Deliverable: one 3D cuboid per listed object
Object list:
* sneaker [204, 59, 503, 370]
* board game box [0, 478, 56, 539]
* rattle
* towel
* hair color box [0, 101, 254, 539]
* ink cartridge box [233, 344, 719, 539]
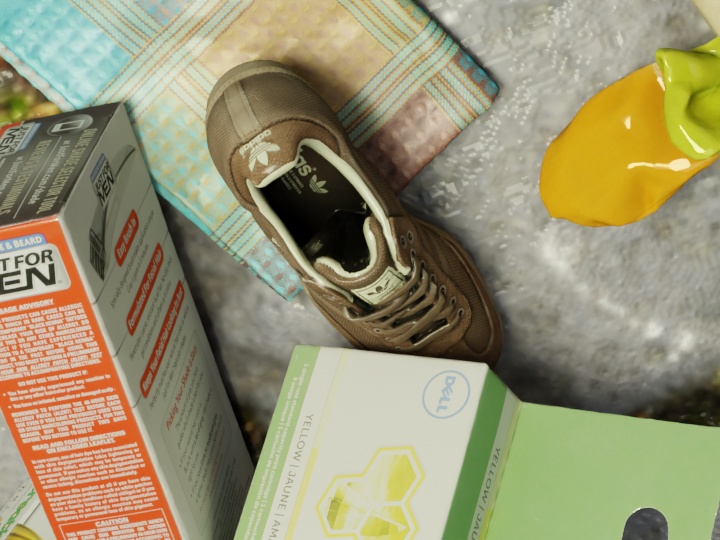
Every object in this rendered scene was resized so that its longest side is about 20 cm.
[{"bbox_3d":[0.000,0.000,0.800,0.070,0.076,0.200,-36,123,12],"label":"sneaker"},{"bbox_3d":[-0.125,0.213,0.888,0.034,0.127,0.200,-18,118,48],"label":"board game box"},{"bbox_3d":[0.130,-0.060,0.723,0.142,0.200,0.131,-20,112,9],"label":"rattle"},{"bbox_3d":[-0.056,-0.096,0.808,0.200,0.022,0.147,42,108,-16],"label":"towel"},{"bbox_3d":[-0.111,0.043,0.807,0.063,0.111,0.202,-10,117,13],"label":"hair color box"},{"bbox_3d":[0.043,0.113,0.775,0.198,0.147,0.048,4,156,33],"label":"ink cartridge box"}]
